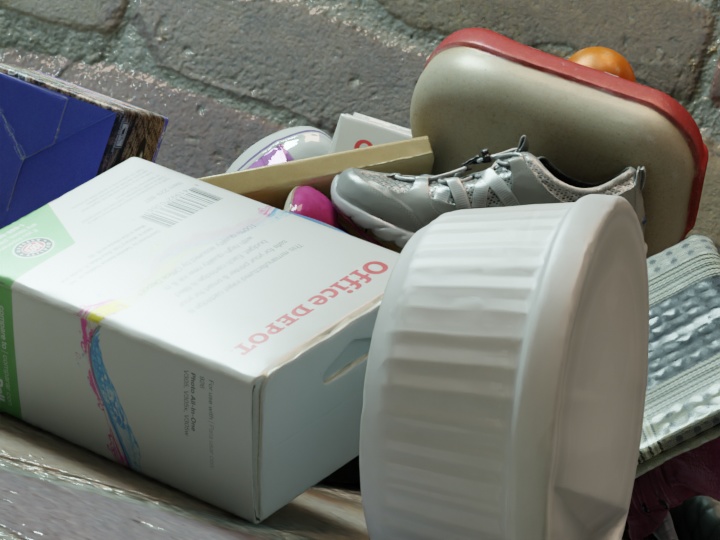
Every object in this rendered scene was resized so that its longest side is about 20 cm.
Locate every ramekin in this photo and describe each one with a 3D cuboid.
[{"bbox_3d":[0.067,0.062,1.276,0.094,0.203,0.202,6,-1,17],"label":"ramekin"}]

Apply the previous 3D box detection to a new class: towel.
[{"bbox_3d":[0.125,0.069,1.496,0.035,0.200,0.193,62,4,-26],"label":"towel"}]

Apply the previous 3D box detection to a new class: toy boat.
[{"bbox_3d":[0.135,-0.096,1.782,0.200,0.131,0.131,20,45,15],"label":"toy boat"}]

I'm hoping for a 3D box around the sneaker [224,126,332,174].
[{"bbox_3d":[-0.074,-0.016,1.967,0.073,0.200,0.114,49,-11,-29],"label":"sneaker"}]

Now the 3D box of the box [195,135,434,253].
[{"bbox_3d":[-0.056,-0.028,1.802,0.199,0.021,0.164,-11,-22,-9],"label":"box"}]

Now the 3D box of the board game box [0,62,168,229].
[{"bbox_3d":[-0.202,-0.039,1.731,0.097,0.160,0.200,19,3,3],"label":"board game box"}]

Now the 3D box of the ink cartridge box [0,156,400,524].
[{"bbox_3d":[-0.083,0.030,1.378,0.200,0.088,0.145,18,33,32],"label":"ink cartridge box"}]

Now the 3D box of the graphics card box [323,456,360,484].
[{"bbox_3d":[-0.082,0.067,1.575,0.200,0.051,0.125,21,4,31],"label":"graphics card box"}]

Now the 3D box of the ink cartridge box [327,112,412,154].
[{"bbox_3d":[0.032,0.004,1.966,0.147,0.200,0.145,19,3,5],"label":"ink cartridge box"}]

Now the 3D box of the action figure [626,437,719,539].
[{"bbox_3d":[0.162,0.100,1.509,0.199,0.149,0.134,-11,-15,18],"label":"action figure"}]

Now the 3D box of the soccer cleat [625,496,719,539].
[{"bbox_3d":[0.174,0.141,1.747,0.081,0.068,0.200,-18,28,-16],"label":"soccer cleat"}]

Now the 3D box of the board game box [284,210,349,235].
[{"bbox_3d":[-0.088,0.012,1.572,0.158,0.039,0.200,8,22,10],"label":"board game box"}]

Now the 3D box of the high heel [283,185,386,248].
[{"bbox_3d":[0.000,0.000,1.740,0.096,0.068,0.200,15,-16,10],"label":"high heel"}]

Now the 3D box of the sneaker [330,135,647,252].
[{"bbox_3d":[0.082,-0.046,1.705,0.199,0.082,0.075,9,9,1],"label":"sneaker"}]
